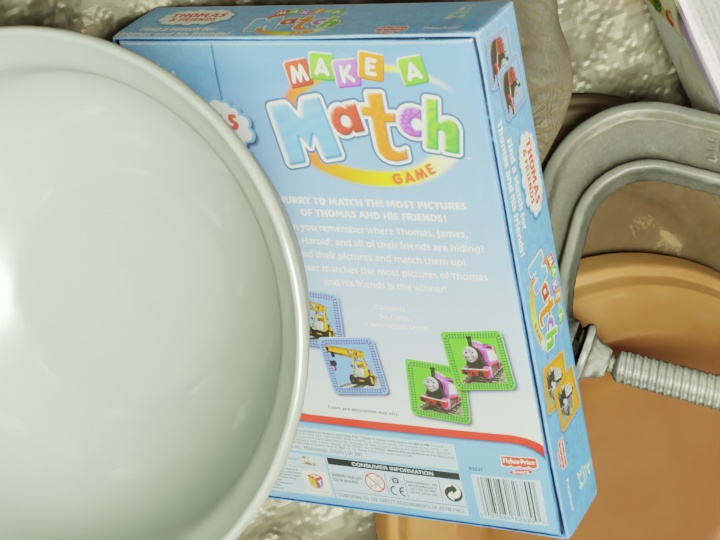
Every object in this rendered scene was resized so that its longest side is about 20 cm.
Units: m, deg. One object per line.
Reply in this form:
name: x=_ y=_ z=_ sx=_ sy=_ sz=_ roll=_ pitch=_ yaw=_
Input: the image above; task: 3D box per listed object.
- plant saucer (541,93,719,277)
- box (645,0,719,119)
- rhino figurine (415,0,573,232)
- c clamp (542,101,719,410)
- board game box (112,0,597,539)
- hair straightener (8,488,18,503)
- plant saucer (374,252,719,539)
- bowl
plant saucer: x=0.086 y=0.025 z=0.818 sx=0.200 sy=0.029 sz=0.201 roll=-8 pitch=114 yaw=-17
box: x=0.143 y=-0.098 z=0.770 sx=0.041 sy=0.039 sz=0.200 roll=-31 pitch=111 yaw=-5
rhino figurine: x=0.039 y=-0.083 z=0.728 sx=0.087 sy=0.060 sz=0.200 roll=-4 pitch=102 yaw=-18
c clamp: x=0.151 y=0.026 z=0.739 sx=0.200 sy=0.027 sz=0.171 roll=20 pitch=85 yaw=12
board game box: x=0.000 y=0.000 z=0.719 sx=0.037 sy=0.151 sz=0.200 roll=-45 pitch=131 yaw=-48
hair straightener: x=-0.223 y=0.099 z=0.695 sx=0.200 sy=0.041 sz=0.077 roll=-12 pitch=115 yaw=-15
plant saucer: x=0.105 y=0.091 z=0.815 sx=0.200 sy=0.037 sz=0.201 roll=-7 pitch=113 yaw=-16
bowl: x=-0.097 y=0.013 z=0.686 sx=0.201 sy=0.090 sz=0.202 roll=3 pitch=100 yaw=19
